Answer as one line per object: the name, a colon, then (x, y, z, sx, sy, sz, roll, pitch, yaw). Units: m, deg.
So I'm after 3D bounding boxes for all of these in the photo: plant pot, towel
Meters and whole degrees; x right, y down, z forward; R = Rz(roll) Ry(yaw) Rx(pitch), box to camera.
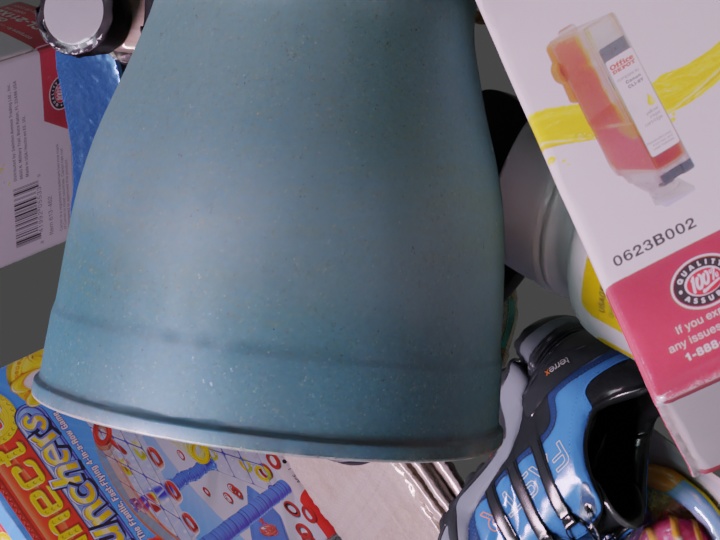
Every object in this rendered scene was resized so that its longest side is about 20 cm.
plant pot: (-0.029, -0.032, 0.683, 0.199, 0.199, 0.189, 9, 95, 43)
towel: (0.010, 0.121, 0.926, 0.133, 0.034, 0.200, 55, 160, 12)

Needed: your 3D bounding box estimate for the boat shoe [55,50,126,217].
boat shoe: (-0.133, -0.063, 1.002, 0.084, 0.069, 0.201, 12, 114, 28)

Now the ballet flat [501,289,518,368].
ballet flat: (0.000, 0.000, 0.866, 0.199, 0.071, 0.071, 22, 125, 34)

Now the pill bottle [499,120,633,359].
pill bottle: (0.159, -0.002, 0.685, 0.200, 0.114, 0.115, 30, 129, 32)

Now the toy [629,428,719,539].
toy: (0.160, 0.155, 0.816, 0.200, 0.047, 0.116, 33, 129, 30)

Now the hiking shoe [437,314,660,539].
hiking shoe: (0.092, 0.124, 0.793, 0.087, 0.074, 0.201, 19, 96, 52)

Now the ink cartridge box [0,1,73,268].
ink cartridge box: (-0.270, -0.072, 1.034, 0.083, 0.200, 0.147, 27, 127, 35)

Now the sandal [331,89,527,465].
sandal: (0.033, 0.004, 0.787, 0.076, 0.043, 0.201, 28, 88, 26)

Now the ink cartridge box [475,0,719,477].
ink cartridge box: (0.142, -0.050, 0.598, 0.145, 0.083, 0.201, -26, 57, 11)

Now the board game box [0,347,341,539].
board game box: (-0.138, 0.132, 1.003, 0.200, 0.195, 0.056, 51, 138, 14)

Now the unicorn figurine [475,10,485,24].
unicorn figurine: (-0.024, -0.174, 0.766, 0.074, 0.199, 0.138, -36, 56, 54)

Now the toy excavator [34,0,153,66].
toy excavator: (-0.129, -0.214, 0.892, 0.193, 0.100, 0.201, 8, 94, 19)
